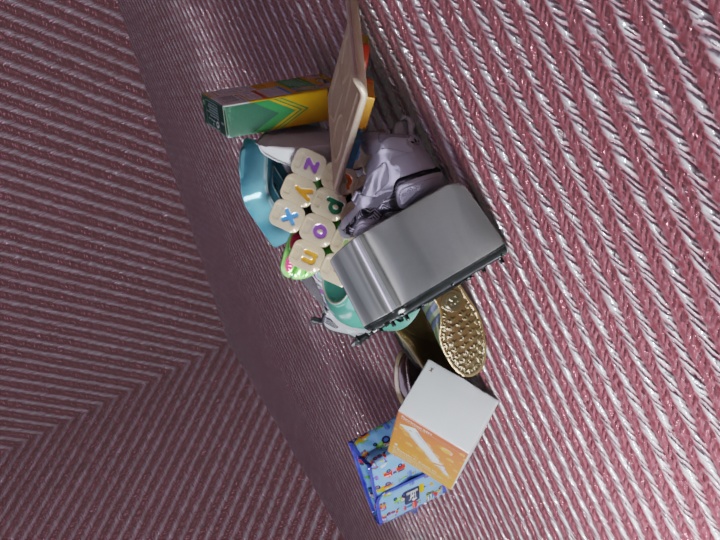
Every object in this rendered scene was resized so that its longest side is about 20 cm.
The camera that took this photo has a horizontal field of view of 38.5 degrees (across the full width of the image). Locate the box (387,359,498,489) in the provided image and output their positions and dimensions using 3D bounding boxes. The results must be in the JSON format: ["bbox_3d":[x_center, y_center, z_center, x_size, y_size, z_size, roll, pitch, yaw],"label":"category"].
[{"bbox_3d":[0.123,0.242,1.593,0.123,0.098,0.201,29,155,12],"label":"box"}]

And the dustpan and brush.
[{"bbox_3d":[-0.048,-0.170,1.544,0.140,0.197,0.058,-64,-19,-64],"label":"dustpan and brush"}]

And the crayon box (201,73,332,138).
[{"bbox_3d":[-0.130,-0.254,1.576,0.126,0.197,0.052,-143,43,-61],"label":"crayon box"}]

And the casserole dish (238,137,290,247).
[{"bbox_3d":[-0.136,-0.120,1.581,0.200,0.038,0.123,60,-154,-59],"label":"casserole dish"}]

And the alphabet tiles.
[{"bbox_3d":[-0.024,-0.085,1.480,0.193,0.202,0.015,23,178,2],"label":"alphabet tiles"}]

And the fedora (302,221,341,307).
[{"bbox_3d":[-0.033,-0.025,1.788,0.177,0.090,0.201,46,151,18],"label":"fedora"}]

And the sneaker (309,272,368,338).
[{"bbox_3d":[-0.051,0.044,1.694,0.200,0.078,0.140,43,133,-12],"label":"sneaker"}]

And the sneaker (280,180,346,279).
[{"bbox_3d":[-0.073,-0.065,1.558,0.076,0.202,0.084,31,147,-15],"label":"sneaker"}]

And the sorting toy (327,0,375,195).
[{"bbox_3d":[-0.013,-0.232,1.377,0.201,0.036,0.187,104,166,-49],"label":"sorting toy"}]

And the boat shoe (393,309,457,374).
[{"bbox_3d":[0.082,0.097,1.643,0.202,0.072,0.065,62,160,12],"label":"boat shoe"}]

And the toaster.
[{"bbox_3d":[0.062,-0.008,1.308,0.120,0.198,0.181,59,165,3],"label":"toaster"}]

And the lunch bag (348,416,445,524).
[{"bbox_3d":[0.078,0.386,1.957,0.094,0.149,0.202,45,155,52],"label":"lunch bag"}]

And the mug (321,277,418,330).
[{"bbox_3d":[0.002,0.011,1.569,0.184,0.113,0.155,6,90,55],"label":"mug"}]

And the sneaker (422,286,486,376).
[{"bbox_3d":[0.120,0.047,1.469,0.090,0.066,0.202,-130,16,-78],"label":"sneaker"}]

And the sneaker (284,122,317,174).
[{"bbox_3d":[-0.078,-0.160,1.674,0.073,0.081,0.203,14,119,48],"label":"sneaker"}]

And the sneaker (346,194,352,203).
[{"bbox_3d":[-0.017,-0.132,1.637,0.200,0.073,0.080,-167,59,-72],"label":"sneaker"}]

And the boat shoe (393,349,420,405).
[{"bbox_3d":[0.114,0.232,1.785,0.071,0.072,0.203,-6,99,43],"label":"boat shoe"}]

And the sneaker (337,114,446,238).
[{"bbox_3d":[0.028,-0.124,1.402,0.199,0.075,0.116,-31,76,45],"label":"sneaker"}]
